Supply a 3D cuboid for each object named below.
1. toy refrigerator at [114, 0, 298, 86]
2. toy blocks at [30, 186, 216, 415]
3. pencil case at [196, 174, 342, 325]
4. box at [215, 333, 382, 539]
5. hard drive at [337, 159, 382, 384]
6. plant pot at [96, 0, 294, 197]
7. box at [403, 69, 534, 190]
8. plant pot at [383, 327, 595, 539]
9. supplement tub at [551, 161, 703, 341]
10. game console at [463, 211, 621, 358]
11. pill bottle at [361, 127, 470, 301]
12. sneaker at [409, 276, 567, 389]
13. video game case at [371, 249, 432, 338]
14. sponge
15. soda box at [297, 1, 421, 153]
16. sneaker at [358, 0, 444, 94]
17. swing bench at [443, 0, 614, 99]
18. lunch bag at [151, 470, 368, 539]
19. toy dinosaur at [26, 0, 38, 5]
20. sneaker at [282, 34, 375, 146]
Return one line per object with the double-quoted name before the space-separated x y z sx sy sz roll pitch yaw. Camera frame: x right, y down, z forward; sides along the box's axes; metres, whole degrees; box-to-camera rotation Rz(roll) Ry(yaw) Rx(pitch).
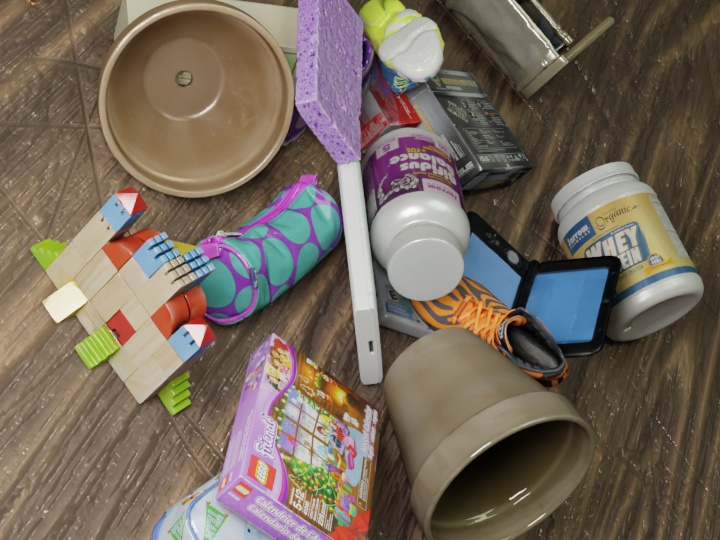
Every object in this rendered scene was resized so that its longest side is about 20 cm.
"toy refrigerator" -0.160 -0.243 1.570 0.197 0.076 0.071 4 52 -20
"toy blocks" -0.191 0.017 1.306 0.201 0.136 0.100 54 36 5
"pencil case" -0.095 -0.023 1.486 0.200 0.084 0.094 -41 129 -56
"box" -0.049 0.162 1.291 0.136 0.039 0.201 37 30 -18
"hard drive" 0.000 0.000 1.549 0.026 0.133 0.202 -7 52 0
"plant pot" -0.173 -0.184 1.491 0.200 0.202 0.093 29 11 -26
"box" 0.132 -0.182 1.875 0.159 0.048 0.199 57 24 10
"plant pot" 0.111 0.158 1.482 0.198 0.201 0.174 8 37 -43
"supplement tub" 0.346 -0.025 1.913 0.144 0.144 0.202 1 57 -46
"game console" 0.196 0.011 1.709 0.176 0.116 0.201 42 36 -12
"pill bottle" 0.062 -0.061 1.605 0.112 0.112 0.201 29 29 -25
"sneaker" 0.141 0.053 1.576 0.198 0.078 0.112 29 -9 9
"video game case" 0.085 0.008 1.708 0.198 0.022 0.184 19 45 -35
"sponge" -0.033 -0.224 1.562 0.112 0.029 0.202 50 33 -49
"soda box" -0.011 -0.244 1.797 0.070 0.063 0.201 -13 69 -51
"sneaker" 0.061 -0.248 1.719 0.106 0.075 0.201 64 0 -35
"swing bench" 0.232 -0.370 2.121 0.199 0.130 0.200 50 41 0
"lunch bag" -0.084 0.247 1.270 0.161 0.075 0.200 55 35 3
"toy dinosaur" -0.356 -0.348 1.518 0.134 0.102 0.203 -5 74 -22
"sneaker" -0.057 -0.216 1.666 0.199 0.089 0.081 -35 84 -31
